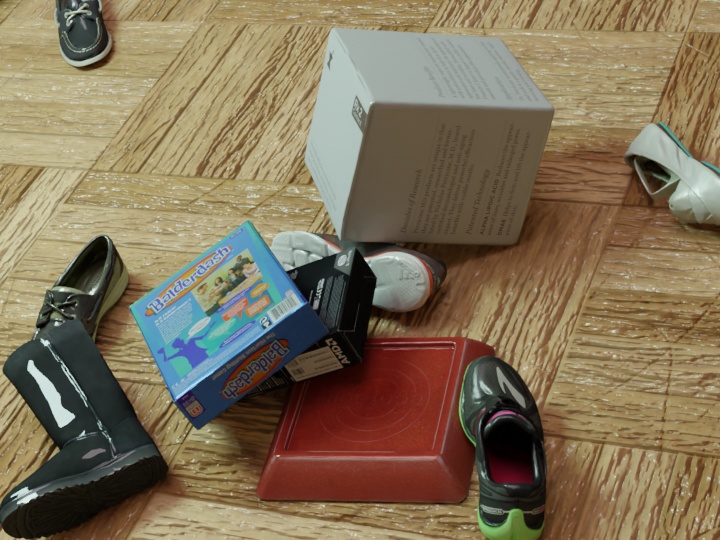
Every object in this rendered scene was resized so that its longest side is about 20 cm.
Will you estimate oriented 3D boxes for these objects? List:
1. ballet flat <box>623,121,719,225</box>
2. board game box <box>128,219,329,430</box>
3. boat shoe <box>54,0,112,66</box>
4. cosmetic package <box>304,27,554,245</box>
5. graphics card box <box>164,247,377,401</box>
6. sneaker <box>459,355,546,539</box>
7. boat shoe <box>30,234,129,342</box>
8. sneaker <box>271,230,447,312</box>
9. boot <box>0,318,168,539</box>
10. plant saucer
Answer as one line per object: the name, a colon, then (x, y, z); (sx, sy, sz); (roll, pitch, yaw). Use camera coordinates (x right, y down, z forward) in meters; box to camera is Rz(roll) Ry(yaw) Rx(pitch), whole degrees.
ballet flat: (0.333, -0.086, 1.590); (0.069, 0.070, 0.200); (-22, 35, -9)
board game box: (-0.130, 0.047, 1.477); (0.152, 0.045, 0.200); (-36, 32, -1)
boat shoe: (-0.387, -0.351, 2.142); (0.074, 0.061, 0.200); (-14, 38, 0)
cosmetic package: (0.065, -0.138, 1.601); (0.199, 0.166, 0.165); (1, 34, -18)
graphics card box: (-0.085, 0.060, 1.510); (0.199, 0.051, 0.126); (-20, 34, 24)
sneaker: (0.131, 0.143, 1.342); (0.076, 0.084, 0.200); (0, 41, -7)
boat shoe: (-0.307, 0.041, 1.632); (0.071, 0.066, 0.201); (6, 44, 20)
sneaker: (0.000, 0.000, 1.599); (0.199, 0.077, 0.082); (14, 20, 30)
boot: (-0.296, 0.147, 1.475); (0.164, 0.066, 0.200); (-19, 50, -24)
plant saucer: (0.014, 0.128, 1.446); (0.199, 0.037, 0.200); (-2, 41, 17)
